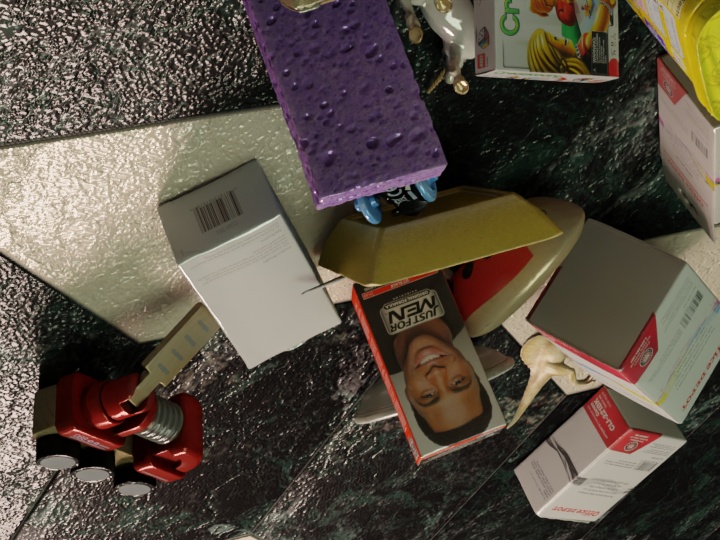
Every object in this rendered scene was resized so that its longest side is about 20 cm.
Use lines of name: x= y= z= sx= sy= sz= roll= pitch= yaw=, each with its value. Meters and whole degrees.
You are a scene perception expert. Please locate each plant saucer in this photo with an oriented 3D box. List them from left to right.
plant saucer: x=0.079 y=0.122 z=1.471 sx=0.199 sy=0.050 sz=0.200 roll=-21 pitch=178 yaw=-1
plant saucer: x=0.068 y=-0.042 z=1.245 sx=0.199 sy=0.200 sz=0.049 roll=-15 pitch=100 yaw=-14

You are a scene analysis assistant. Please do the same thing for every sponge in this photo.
sponge: x=-0.015 y=-0.158 z=1.023 sx=0.111 sy=0.201 sz=0.030 roll=-17 pitch=169 yaw=-14

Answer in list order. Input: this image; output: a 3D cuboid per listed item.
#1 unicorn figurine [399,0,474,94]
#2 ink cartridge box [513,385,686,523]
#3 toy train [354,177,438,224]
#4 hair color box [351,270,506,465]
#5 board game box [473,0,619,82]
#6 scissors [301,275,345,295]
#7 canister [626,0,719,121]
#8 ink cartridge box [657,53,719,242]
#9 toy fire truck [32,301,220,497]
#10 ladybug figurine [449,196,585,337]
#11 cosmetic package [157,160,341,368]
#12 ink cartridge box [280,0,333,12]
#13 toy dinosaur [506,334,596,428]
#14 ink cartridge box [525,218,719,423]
unicorn figurine: x=0.075 y=-0.210 z=1.081 sx=0.074 sy=0.138 sz=0.200 roll=-17 pitch=128 yaw=6
ink cartridge box: x=0.341 y=0.267 z=1.805 sx=0.144 sy=0.084 sz=0.200 roll=16 pitch=125 yaw=-42
toy train: x=0.005 y=-0.126 z=1.128 sx=0.086 sy=0.115 sz=0.200 roll=-21 pitch=146 yaw=20
hair color box: x=0.071 y=0.095 z=1.350 sx=0.101 sy=0.201 sz=0.061 roll=-21 pitch=166 yaw=-8
board game box: x=0.150 y=-0.257 z=1.023 sx=0.126 sy=0.201 sz=0.035 roll=-2 pitch=-179 yaw=-29
scissors: x=0.000 y=0.000 z=1.284 sx=0.199 sy=0.014 sz=0.073 roll=-21 pitch=-170 yaw=-37
canister: x=0.281 y=-0.244 z=1.081 sx=0.086 sy=0.200 sz=0.149 roll=-30 pitch=143 yaw=6
ink cartridge box: x=0.372 y=-0.134 z=1.331 sx=0.067 sy=0.117 sz=0.200 roll=-24 pitch=143 yaw=-3
toy fire truck: x=-0.212 y=0.133 z=1.297 sx=0.199 sy=0.129 sz=0.176 roll=-21 pitch=147 yaw=27
ladybug figurine: x=0.160 y=-0.008 z=1.365 sx=0.072 sy=0.136 sz=0.200 roll=39 pitch=120 yaw=-3
cosmetic package: x=-0.105 y=-0.001 z=1.241 sx=0.112 sy=0.081 sz=0.200 roll=-25 pitch=144 yaw=-1
ink cartridge box: x=0.016 y=-0.296 z=0.912 sx=0.199 sy=0.075 sz=0.165 roll=-19 pitch=108 yaw=-9
toy dinosaur: x=0.249 y=0.115 z=1.616 sx=0.101 sy=0.058 sz=0.201 roll=7 pitch=126 yaw=-15
ink cartridge box: x=0.321 y=0.062 z=1.472 sx=0.146 sy=0.144 sz=0.200 roll=-58 pitch=139 yaw=-4
